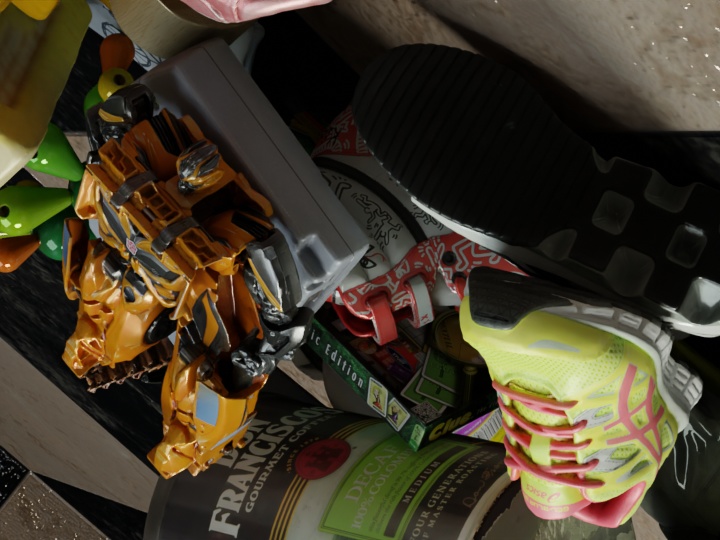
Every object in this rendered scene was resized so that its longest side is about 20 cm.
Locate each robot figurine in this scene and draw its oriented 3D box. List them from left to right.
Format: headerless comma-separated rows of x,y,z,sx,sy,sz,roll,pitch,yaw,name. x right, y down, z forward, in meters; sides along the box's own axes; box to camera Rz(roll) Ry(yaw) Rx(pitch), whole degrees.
-0.085,0.008,1.108,0.145,0.058,0.200,46,153,19,robot figurine

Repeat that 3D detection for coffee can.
0.014,0.146,1.208,0.200,0.147,0.146,8,149,41,coffee can

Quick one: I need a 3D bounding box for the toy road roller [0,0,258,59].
-0.146,-0.147,1.096,0.200,0.146,0.123,40,165,-7,toy road roller

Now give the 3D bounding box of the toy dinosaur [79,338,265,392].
-0.059,0.022,1.312,0.102,0.200,0.136,46,-164,14,toy dinosaur

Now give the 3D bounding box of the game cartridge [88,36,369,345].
-0.069,-0.026,1.150,0.133,0.041,0.200,58,155,8,game cartridge

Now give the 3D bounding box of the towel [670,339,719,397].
0.125,0.029,1.247,0.200,0.018,0.086,38,166,0,towel

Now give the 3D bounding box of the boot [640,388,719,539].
0.163,0.074,1.182,0.131,0.068,0.200,46,155,-9,boot

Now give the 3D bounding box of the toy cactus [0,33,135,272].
-0.130,-0.039,1.347,0.200,0.103,0.165,-26,136,28,toy cactus

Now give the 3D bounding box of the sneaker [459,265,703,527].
0.092,0.061,1.061,0.078,0.091,0.200,17,169,31,sneaker

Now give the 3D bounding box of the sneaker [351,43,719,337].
0.083,-0.024,1.074,0.200,0.074,0.089,32,167,10,sneaker

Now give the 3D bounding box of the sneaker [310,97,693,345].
0.055,0.003,1.155,0.201,0.108,0.067,34,165,12,sneaker

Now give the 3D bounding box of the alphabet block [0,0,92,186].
-0.279,-0.097,1.237,0.195,0.200,0.197,41,-157,-18,alphabet block

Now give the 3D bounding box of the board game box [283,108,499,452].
0.000,0.000,1.219,0.200,0.105,0.024,43,135,25,board game box

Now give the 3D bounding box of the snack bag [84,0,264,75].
-0.129,-0.156,1.275,0.200,0.021,0.189,37,166,4,snack bag

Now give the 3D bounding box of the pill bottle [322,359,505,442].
0.053,0.092,1.429,0.104,0.104,0.200,29,162,30,pill bottle

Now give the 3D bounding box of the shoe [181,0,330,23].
-0.098,-0.147,1.009,0.199,0.072,0.091,0,140,18,shoe

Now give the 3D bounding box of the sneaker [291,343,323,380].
-0.033,-0.002,1.436,0.090,0.067,0.200,10,148,44,sneaker

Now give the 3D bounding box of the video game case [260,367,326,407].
-0.012,0.117,1.416,0.200,0.026,0.181,38,167,25,video game case
